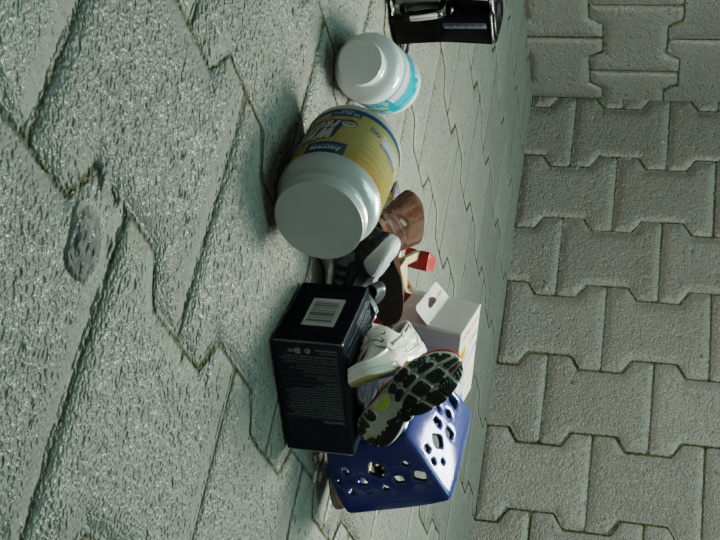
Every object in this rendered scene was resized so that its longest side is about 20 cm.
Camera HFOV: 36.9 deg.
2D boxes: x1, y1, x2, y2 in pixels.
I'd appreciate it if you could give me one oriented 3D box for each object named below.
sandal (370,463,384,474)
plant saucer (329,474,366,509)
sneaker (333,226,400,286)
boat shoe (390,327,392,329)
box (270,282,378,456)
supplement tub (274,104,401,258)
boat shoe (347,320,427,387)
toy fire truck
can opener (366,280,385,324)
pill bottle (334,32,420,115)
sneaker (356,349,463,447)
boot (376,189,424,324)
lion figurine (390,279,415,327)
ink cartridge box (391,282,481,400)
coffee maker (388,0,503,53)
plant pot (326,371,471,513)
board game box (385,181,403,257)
[{"bbox_3d":[0.035,0.360,2.036,0.080,0.057,0.201,73,26,-54],"label":"sandal"},{"bbox_3d":[-0.012,0.321,1.904,0.200,0.032,0.201,4,90,-76],"label":"plant saucer"},{"bbox_3d":[-0.025,-0.014,1.675,0.075,0.114,0.200,-39,169,-49],"label":"sneaker"},{"bbox_3d":[0.041,0.148,1.909,0.200,0.072,0.072,65,0,-86],"label":"boat shoe"},{"bbox_3d":[-0.047,0.141,1.569,0.149,0.107,0.201,-64,153,-55],"label":"box"},{"bbox_3d":[-0.031,-0.123,1.485,0.200,0.144,0.145,-68,157,-51],"label":"supplement tub"},{"bbox_3d":[0.028,0.113,1.528,0.200,0.071,0.070,-19,87,-65],"label":"boat shoe"},{"bbox_3d":[0.067,0.028,1.900,0.200,0.049,0.142,8,97,-68],"label":"toy fire truck"},{"bbox_3d":[-0.002,0.091,1.670,0.067,0.053,0.200,-28,155,-32],"label":"can opener"},{"bbox_3d":[0.024,-0.313,1.713,0.200,0.110,0.111,1,93,-75],"label":"pill bottle"},{"bbox_3d":[0.067,0.164,1.521,0.077,0.200,0.085,43,30,-8],"label":"sneaker"},{"bbox_3d":[0.067,-0.027,1.796,0.200,0.064,0.187,-39,124,-64],"label":"boot"},{"bbox_3d":[0.086,0.054,2.116,0.123,0.072,0.200,-121,-168,-51],"label":"lion figurine"},{"bbox_3d":[0.127,0.135,1.870,0.129,0.125,0.201,-49,147,-58],"label":"ink cartridge box"},{"bbox_3d":[0.166,-0.485,2.029,0.192,0.199,0.135,60,38,-65],"label":"coffee maker"},{"bbox_3d":[0.044,0.252,1.744,0.180,0.199,0.200,59,32,-27],"label":"plant pot"},{"bbox_3d":[0.040,-0.040,1.970,0.152,0.046,0.200,74,24,-53],"label":"board game box"}]
